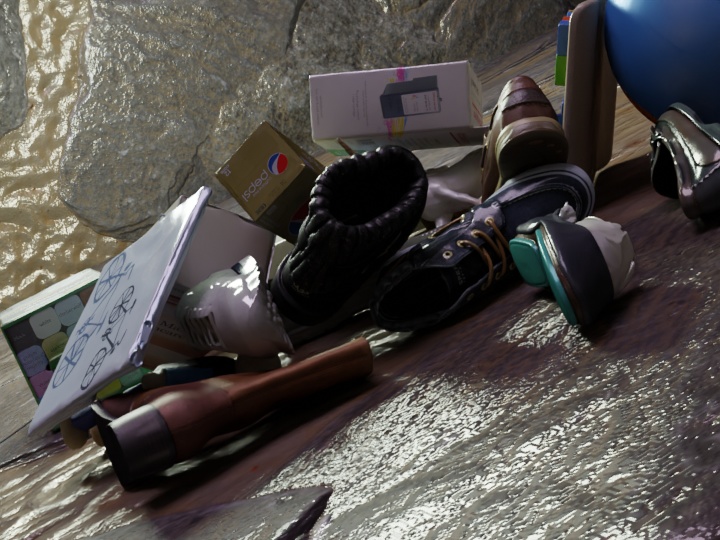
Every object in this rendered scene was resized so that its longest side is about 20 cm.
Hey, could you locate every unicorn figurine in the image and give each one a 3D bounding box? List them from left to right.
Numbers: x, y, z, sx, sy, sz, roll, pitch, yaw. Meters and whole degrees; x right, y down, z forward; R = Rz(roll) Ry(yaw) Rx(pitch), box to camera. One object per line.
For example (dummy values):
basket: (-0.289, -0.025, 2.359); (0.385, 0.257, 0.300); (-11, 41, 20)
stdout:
unicorn figurine: (0.090, -0.080, 1.267); (0.198, 0.075, 0.137); (-13, 33, -38)

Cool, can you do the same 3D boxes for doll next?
doll: (-0.154, 0.101, 1.125); (0.198, 0.049, 0.136); (-20, -11, 22)

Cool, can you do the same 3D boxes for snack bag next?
snack bag: (-0.194, 0.033, 1.090); (0.199, 0.021, 0.190); (-33, 30, 46)

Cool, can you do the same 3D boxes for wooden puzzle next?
wooden puzzle: (0.204, -0.165, 1.227); (0.046, 0.188, 0.200); (6, 18, 17)

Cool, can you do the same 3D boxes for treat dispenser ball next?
treat dispenser ball: (0.310, -0.212, 1.138); (0.199, 0.203, 0.201); (-24, 10, 4)

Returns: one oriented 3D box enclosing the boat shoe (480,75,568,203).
boat shoe: (0.137, -0.092, 1.126); (0.071, 0.068, 0.201); (-7, -25, -2)

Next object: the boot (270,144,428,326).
boot: (0.012, -0.061, 1.077); (0.212, 0.079, 0.158); (-57, -3, -36)

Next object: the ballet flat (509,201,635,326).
ballet flat: (0.148, -0.011, 0.903); (0.072, 0.074, 0.200); (-25, 7, 1)

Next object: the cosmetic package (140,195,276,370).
cosmetic package: (-0.170, 0.020, 1.248); (0.200, 0.102, 0.088); (-39, 37, 53)

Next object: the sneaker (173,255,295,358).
sneaker: (-0.104, 0.040, 1.054); (0.080, 0.077, 0.200); (-19, 6, -9)

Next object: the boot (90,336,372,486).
boot: (-0.101, 0.092, 1.011); (0.198, 0.069, 0.188); (-23, -4, -18)

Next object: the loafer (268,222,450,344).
loafer: (0.000, 0.000, 1.207); (0.198, 0.071, 0.070); (-25, 9, 4)

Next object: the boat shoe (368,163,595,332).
boat shoe: (0.097, -0.012, 1.045); (0.199, 0.071, 0.091); (-31, 8, 15)

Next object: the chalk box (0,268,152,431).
chalk box: (-0.302, 0.082, 1.402); (0.123, 0.125, 0.200); (-26, 10, -14)

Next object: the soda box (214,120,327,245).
soda box: (-0.051, -0.063, 1.213); (0.068, 0.064, 0.200); (-46, -24, 5)

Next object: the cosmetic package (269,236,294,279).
cosmetic package: (-0.104, 0.009, 1.421); (0.198, 0.074, 0.104); (-23, 10, 14)

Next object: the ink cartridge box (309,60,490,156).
ink cartridge box: (0.058, -0.159, 1.302); (0.197, 0.068, 0.117); (-3, -3, 11)

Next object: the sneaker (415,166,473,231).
sneaker: (0.092, -0.084, 1.408); (0.087, 0.077, 0.200); (-23, 11, -14)

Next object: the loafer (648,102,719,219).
loafer: (0.248, -0.083, 1.023); (0.062, 0.072, 0.200); (-30, 11, 4)
